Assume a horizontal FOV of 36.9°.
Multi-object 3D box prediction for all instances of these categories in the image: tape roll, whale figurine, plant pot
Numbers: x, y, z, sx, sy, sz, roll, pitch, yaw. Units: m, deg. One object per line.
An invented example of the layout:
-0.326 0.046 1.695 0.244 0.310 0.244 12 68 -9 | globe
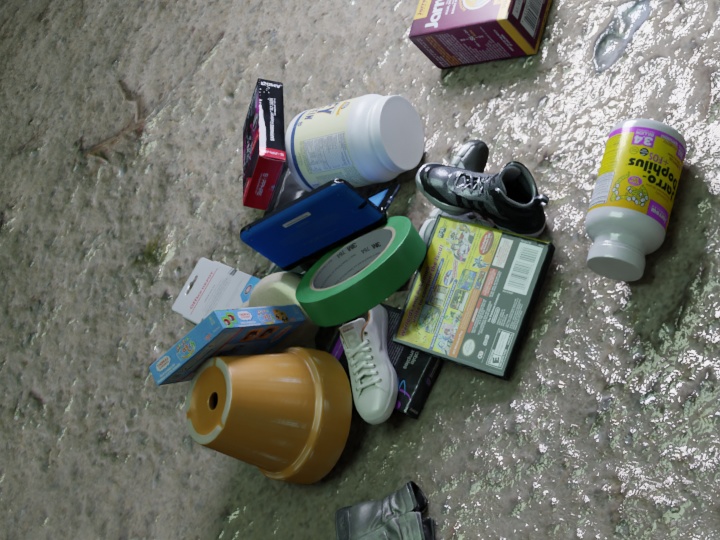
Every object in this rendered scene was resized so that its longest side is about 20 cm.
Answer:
0.000 0.000 1.566 0.200 0.048 0.200 -30 19 12 | tape roll
-0.124 0.097 1.736 0.159 0.104 0.200 31 109 24 | whale figurine
-0.144 0.202 1.568 0.200 0.183 0.200 -22 62 48 | plant pot

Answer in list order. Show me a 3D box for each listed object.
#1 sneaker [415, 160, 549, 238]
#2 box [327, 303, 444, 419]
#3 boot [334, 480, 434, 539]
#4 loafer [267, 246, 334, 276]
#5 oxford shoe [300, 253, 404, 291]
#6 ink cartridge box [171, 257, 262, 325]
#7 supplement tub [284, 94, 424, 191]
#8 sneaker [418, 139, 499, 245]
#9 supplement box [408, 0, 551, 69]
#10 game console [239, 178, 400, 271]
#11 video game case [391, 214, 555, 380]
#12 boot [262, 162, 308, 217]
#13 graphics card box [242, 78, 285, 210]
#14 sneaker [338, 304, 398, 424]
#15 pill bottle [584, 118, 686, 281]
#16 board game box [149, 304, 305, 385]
0.175 -0.120 1.527 0.200 0.114 0.076 24 68 10 | sneaker
0.036 0.126 1.607 0.200 0.036 0.143 16 76 47 | box
0.037 0.381 1.421 0.131 0.068 0.200 -24 51 21 | boot
-0.066 -0.040 1.792 0.200 0.072 0.063 -33 28 13 | loafer
-0.007 -0.012 1.717 0.200 0.071 0.071 5 62 31 | oxford shoe
-0.227 0.058 1.858 0.200 0.067 0.116 20 78 49 | ink cartridge box
-0.010 -0.210 1.787 0.200 0.145 0.145 -8 59 38 | supplement tub
0.173 -0.093 1.613 0.115 0.075 0.200 22 86 39 | sneaker
0.197 -0.422 1.774 0.200 0.103 0.131 -1 64 42 | supplement box
-0.060 -0.093 1.650 0.200 0.171 0.118 -26 49 27 | game console
0.157 0.034 1.521 0.181 0.025 0.200 17 81 29 | video game case
-0.147 -0.125 1.901 0.182 0.073 0.200 -9 57 38 | boot
-0.167 -0.218 1.853 0.126 0.051 0.200 115 158 -47 | graphics card box
0.000 0.124 1.554 0.073 0.085 0.200 -26 51 25 | sneaker
0.356 -0.091 1.415 0.104 0.104 0.200 1 65 42 | pill bottle
-0.194 0.108 1.600 0.151 0.200 0.037 -40 70 26 | board game box
